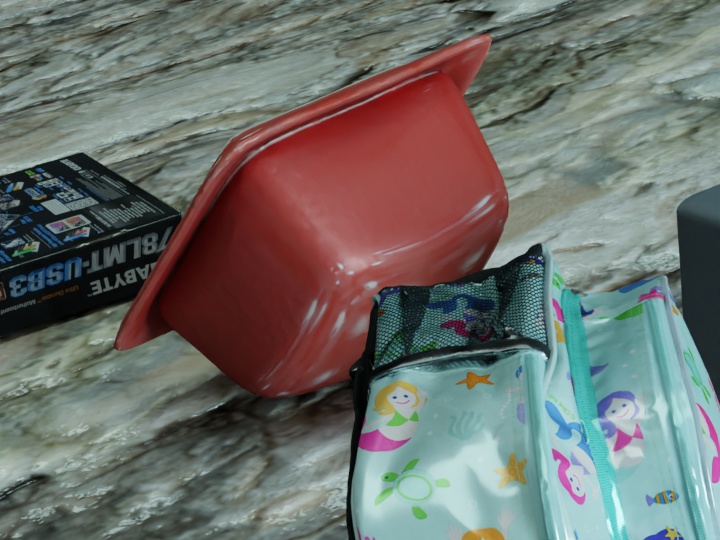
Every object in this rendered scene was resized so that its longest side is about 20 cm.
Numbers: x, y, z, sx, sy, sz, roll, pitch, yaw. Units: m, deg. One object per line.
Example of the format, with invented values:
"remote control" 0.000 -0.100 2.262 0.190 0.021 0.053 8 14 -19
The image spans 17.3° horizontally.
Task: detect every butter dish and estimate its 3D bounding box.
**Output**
"butter dish" 0.000 0.000 1.235 0.200 0.148 0.199 -26 -20 -38

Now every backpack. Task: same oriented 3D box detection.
"backpack" 0.065 0.102 0.849 0.150 0.178 0.200 -11 23 15

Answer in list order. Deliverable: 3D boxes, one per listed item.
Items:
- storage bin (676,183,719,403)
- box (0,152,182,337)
"storage bin" 0.228 0.031 1.020 0.146 0.134 0.200 -20 22 -24
"box" -0.234 -0.012 1.511 0.198 0.050 0.200 -19 21 -20
